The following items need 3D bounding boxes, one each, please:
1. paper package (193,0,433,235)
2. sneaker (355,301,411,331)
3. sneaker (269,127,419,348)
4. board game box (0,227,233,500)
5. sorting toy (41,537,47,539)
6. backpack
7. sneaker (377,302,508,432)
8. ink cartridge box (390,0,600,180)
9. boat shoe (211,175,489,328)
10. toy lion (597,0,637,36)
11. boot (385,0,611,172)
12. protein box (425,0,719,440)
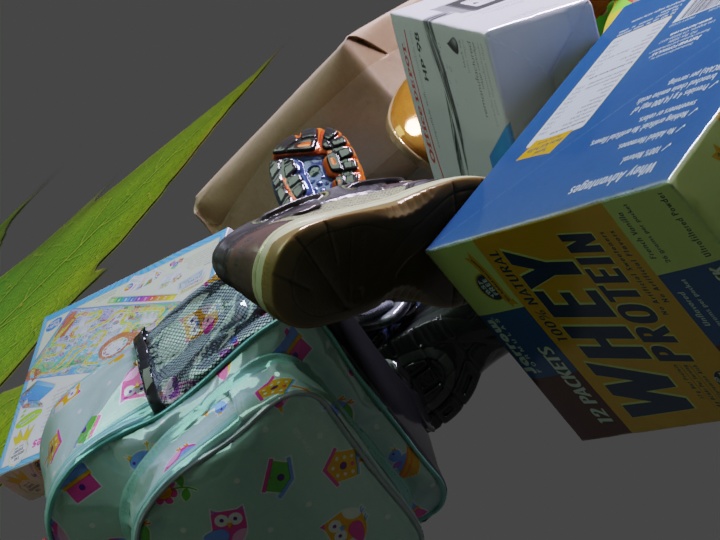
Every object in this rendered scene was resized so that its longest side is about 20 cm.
[{"bbox_3d":[0.007,-0.099,1.552,0.200,0.104,0.190,-43,-3,37],"label":"paper package"},{"bbox_3d":[-0.032,0.036,1.268,0.201,0.075,0.114,-59,11,-7],"label":"sneaker"},{"bbox_3d":[0.000,0.000,1.390,0.075,0.079,0.201,-20,57,8],"label":"sneaker"},{"bbox_3d":[-0.155,0.064,1.415,0.199,0.034,0.135,-24,41,41],"label":"board game box"},{"bbox_3d":[-0.239,0.257,1.374,0.198,0.070,0.200,-21,26,52],"label":"sorting toy"},{"bbox_3d":[-0.071,0.113,1.141,0.199,0.176,0.154,-30,33,12],"label":"backpack"},{"bbox_3d":[0.084,0.013,1.246,0.199,0.076,0.091,-32,14,27],"label":"sneaker"},{"bbox_3d":[0.078,-0.101,1.238,0.066,0.117,0.200,-20,16,-14],"label":"ink cartridge box"},{"bbox_3d":[0.009,-0.018,1.089,0.065,0.074,0.199,22,19,39],"label":"boat shoe"},{"bbox_3d":[0.164,-0.131,1.469,0.192,0.069,0.200,-48,14,8],"label":"toy lion"},{"bbox_3d":[0.102,-0.152,1.403,0.144,0.071,0.201,-47,-2,36],"label":"boot"},{"bbox_3d":[0.176,-0.042,1.043,0.200,0.135,0.198,-50,18,-28],"label":"protein box"}]
